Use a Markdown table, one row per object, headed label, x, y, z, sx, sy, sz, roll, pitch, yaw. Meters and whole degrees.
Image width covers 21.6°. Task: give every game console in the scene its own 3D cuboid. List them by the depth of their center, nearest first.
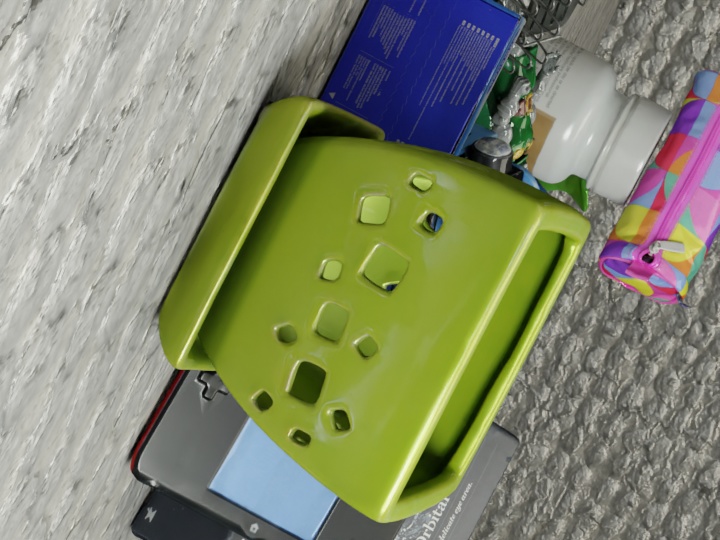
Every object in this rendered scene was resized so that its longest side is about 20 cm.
| label | x | y | z | sx | sy | sz | roll | pitch | yaw |
| --- | --- | --- | --- | --- | --- | --- | --- | --- | --- |
| game console | -0.033 | 0.099 | 1.254 | 0.178 | 0.199 | 0.031 | -61 | -153 | -7 |

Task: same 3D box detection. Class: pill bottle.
| label | x | y | z | sx | sy | sz | roll | pitch | yaw |
| --- | --- | --- | --- | --- | --- | --- | --- | --- | --- |
| pill bottle | 0.155 | -0.139 | 1.592 | 0.115 | 0.199 | 0.114 | -60 | 172 | -13 |

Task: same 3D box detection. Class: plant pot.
| label | x | y | z | sx | sy | sz | roll | pitch | yaw |
| --- | --- | --- | --- | --- | --- | --- | --- | --- | --- |
| plant pot | 0.004 | 0.012 | 1.111 | 0.201 | 0.181 | 0.199 | -62 | 166 | 5 |

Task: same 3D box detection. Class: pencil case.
| label | x | y | z | sx | sy | sz | roll | pitch | yaw |
| --- | --- | --- | --- | --- | --- | --- | --- | --- | --- |
| pencil case | 0.271 | -0.067 | 1.558 | 0.201 | 0.088 | 0.088 | -62 | 173 | -13 |

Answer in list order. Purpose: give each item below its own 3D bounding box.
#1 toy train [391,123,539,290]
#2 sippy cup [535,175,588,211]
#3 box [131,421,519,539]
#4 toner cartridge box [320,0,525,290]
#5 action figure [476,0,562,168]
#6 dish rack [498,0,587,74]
| label | x | y | z | sx | sy | sz | roll | pitch | yaw |
| --- | --- | --- | --- | --- | --- | --- | --- | --- | --- |
| toy train | 0.060 | -0.017 | 1.383 | 0.086 | 0.114 | 0.201 | -25 | 136 | -44 |
| sippy cup | 0.106 | -0.051 | 1.652 | 0.178 | 0.140 | 0.130 | -45 | -149 | 0 |
| box | -0.023 | 0.155 | 1.362 | 0.117 | 0.199 | 0.198 | 18 | -102 | 55 |
| toner cartridge box | 0.020 | -0.095 | 1.226 | 0.201 | 0.095 | 0.043 | -62 | 174 | 8 |
| action figure | 0.121 | -0.155 | 1.483 | 0.118 | 0.054 | 0.202 | -39 | 135 | -53 |
| dish rack | 0.107 | -0.195 | 1.341 | 0.199 | 0.055 | 0.154 | -20 | 147 | -33 |
